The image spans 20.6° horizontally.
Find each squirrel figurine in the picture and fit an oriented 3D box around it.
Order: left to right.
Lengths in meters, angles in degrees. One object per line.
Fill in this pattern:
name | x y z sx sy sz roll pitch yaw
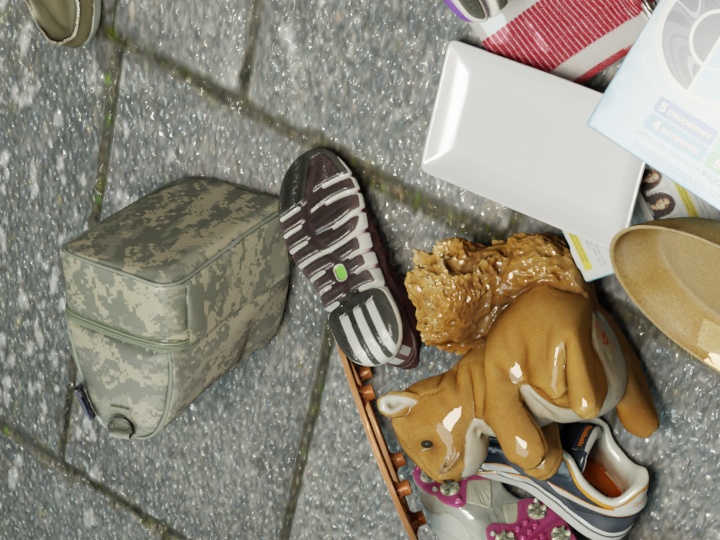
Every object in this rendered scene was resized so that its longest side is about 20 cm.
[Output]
squirrel figurine | 0.105 0.070 1.555 0.186 0.141 0.201 -23 76 24

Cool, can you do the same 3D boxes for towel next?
towel | 0.120 -0.227 1.469 0.144 0.023 0.200 -32 96 43

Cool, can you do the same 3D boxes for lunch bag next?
lunch bag | -0.155 0.034 1.693 0.139 0.200 0.168 13 121 29

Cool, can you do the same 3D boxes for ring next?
ring | 0.017 0.133 1.661 0.019 0.200 0.201 -20 106 1

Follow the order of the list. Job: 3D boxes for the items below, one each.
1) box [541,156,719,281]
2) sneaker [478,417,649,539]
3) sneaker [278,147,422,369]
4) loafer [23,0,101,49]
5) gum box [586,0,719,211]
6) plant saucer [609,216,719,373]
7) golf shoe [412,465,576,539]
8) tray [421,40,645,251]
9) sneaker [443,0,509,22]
box | 0.237 -0.060 1.464 0.200 0.049 0.082 -19 103 40
sneaker | 0.148 0.141 1.624 0.200 0.079 0.079 29 138 4
sneaker | 0.000 0.000 1.654 0.076 0.115 0.200 -26 65 18
loafer | -0.286 -0.279 1.690 0.075 0.070 0.201 -7 111 37
gum box | 0.277 -0.140 1.348 0.170 0.045 0.200 35 107 14
plant saucer | 0.269 0.021 1.398 0.200 0.035 0.200 33 162 12
golf shoe | 0.122 0.231 1.682 0.200 0.075 0.092 42 148 42
tray | 0.135 -0.096 1.488 0.200 0.022 0.108 26 109 37
sneaker | 0.039 -0.263 1.457 0.200 0.081 0.083 54 150 6
